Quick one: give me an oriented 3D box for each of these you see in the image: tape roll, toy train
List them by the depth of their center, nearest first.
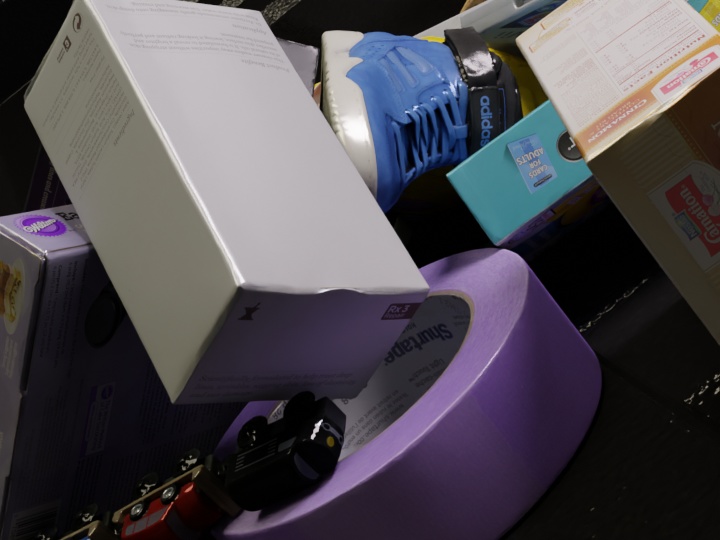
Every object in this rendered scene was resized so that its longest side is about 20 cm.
[{"bbox_3d":[-0.088,0.115,0.899,0.200,0.034,0.046,-29,32,27],"label":"toy train"},{"bbox_3d":[0.017,0.078,0.935,0.200,0.066,0.200,-34,18,13],"label":"tape roll"}]

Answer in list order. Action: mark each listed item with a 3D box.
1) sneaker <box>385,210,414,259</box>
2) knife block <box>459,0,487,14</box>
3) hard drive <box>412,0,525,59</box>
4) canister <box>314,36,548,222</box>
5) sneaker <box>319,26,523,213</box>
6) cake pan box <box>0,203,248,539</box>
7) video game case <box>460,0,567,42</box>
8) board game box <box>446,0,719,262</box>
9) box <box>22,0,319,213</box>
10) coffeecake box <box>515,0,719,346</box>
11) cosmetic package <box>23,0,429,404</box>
[{"bbox_3d":[0.000,0.000,1.159,0.099,0.070,0.200,-42,18,-19],"label":"sneaker"},{"bbox_3d":[0.113,-0.194,1.406,0.176,0.064,0.200,-56,5,-9],"label":"knife block"},{"bbox_3d":[0.111,-0.143,1.227,0.200,0.132,0.027,-20,69,45],"label":"hard drive"},{"bbox_3d":[0.010,-0.076,1.221,0.148,0.087,0.200,7,-18,-44],"label":"canister"},{"bbox_3d":[0.035,-0.079,1.013,0.111,0.077,0.200,2,20,-2],"label":"sneaker"},{"bbox_3d":[-0.122,0.058,0.989,0.052,0.200,0.184,29,28,35],"label":"cake pan box"},{"bbox_3d":[0.167,-0.159,1.038,0.143,0.018,0.200,-5,-8,-32],"label":"video game case"},{"bbox_3d":[0.148,-0.083,1.009,0.200,0.047,0.151,-36,-9,8],"label":"board game box"},{"bbox_3d":[-0.118,-0.054,1.108,0.200,0.141,0.079,114,164,-48],"label":"box"},{"bbox_3d":[0.149,-0.037,0.811,0.073,0.154,0.200,-36,18,9],"label":"coffeecake box"},{"bbox_3d":[-0.067,-0.036,0.905,0.081,0.113,0.200,-55,48,34],"label":"cosmetic package"}]
